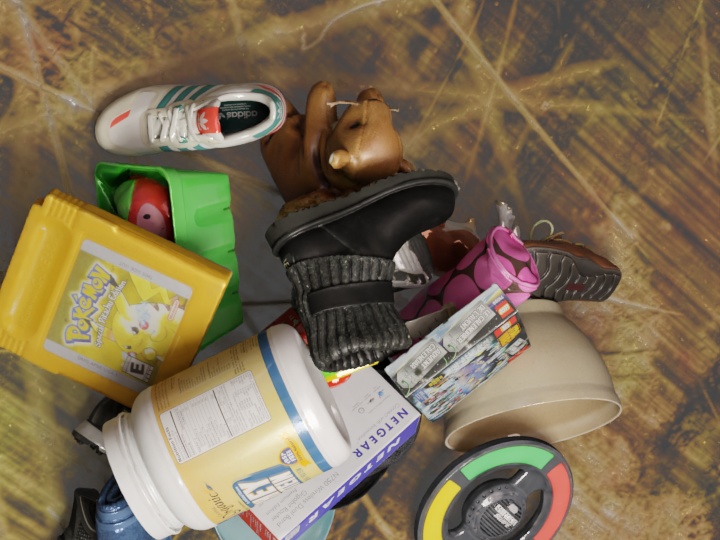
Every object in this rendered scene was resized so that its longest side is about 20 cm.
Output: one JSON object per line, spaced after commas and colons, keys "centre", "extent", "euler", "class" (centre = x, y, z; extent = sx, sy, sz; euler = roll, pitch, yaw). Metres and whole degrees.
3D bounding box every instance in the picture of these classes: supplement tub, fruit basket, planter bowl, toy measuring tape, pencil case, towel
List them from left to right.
{"centre": [-0.235, -0.007, 1.558], "extent": [0.215, 0.155, 0.216], "euler": [-7, 100, -41], "class": "fruit basket"}
{"centre": [-0.224, 0.286, 1.570], "extent": [0.048, 0.112, 0.200], "euler": [6, 121, 12], "class": "towel"}
{"centre": [-0.124, 0.153, 1.457], "extent": [0.200, 0.145, 0.145], "euler": [-27, 107, 3], "class": "supplement tub"}
{"centre": [-0.001, 0.067, 1.561], "extent": [0.200, 0.074, 0.074], "euler": [-21, 104, -2], "class": "toy measuring tape"}
{"centre": [0.107, 0.031, 1.687], "extent": [0.091, 0.200, 0.094], "euler": [41, 38, -13], "class": "pencil case"}
{"centre": [0.181, 0.113, 1.754], "extent": [0.200, 0.200, 0.135], "euler": [1, 67, -26], "class": "planter bowl"}

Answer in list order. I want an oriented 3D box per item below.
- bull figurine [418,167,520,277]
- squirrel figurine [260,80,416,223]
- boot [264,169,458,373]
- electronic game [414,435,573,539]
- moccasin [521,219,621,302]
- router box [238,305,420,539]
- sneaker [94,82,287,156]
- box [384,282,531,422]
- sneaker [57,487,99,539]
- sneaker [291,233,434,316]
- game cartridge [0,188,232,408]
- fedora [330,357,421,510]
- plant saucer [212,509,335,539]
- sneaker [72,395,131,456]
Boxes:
{"centre": [0.093, -0.039, 1.749], "extent": [0.200, 0.065, 0.122], "euler": [22, 91, -28], "class": "bull figurine"}
{"centre": [-0.018, -0.096, 1.624], "extent": [0.141, 0.187, 0.200], "euler": [14, 89, -26], "class": "squirrel figurine"}
{"centre": [0.025, 0.003, 1.506], "extent": [0.211, 0.079, 0.158], "euler": [-20, 69, -17], "class": "boot"}
{"centre": [0.154, 0.275, 1.787], "extent": [0.200, 0.042, 0.200], "euler": [-11, 122, -19], "class": "electronic game"}
{"centre": [0.223, -0.010, 1.785], "extent": [0.201, 0.078, 0.074], "euler": [0, 125, -49], "class": "moccasin"}
{"centre": [-0.071, 0.156, 1.583], "extent": [0.179, 0.049, 0.200], "euler": [42, 66, 17], "class": "router box"}
{"centre": [-0.172, -0.156, 1.573], "extent": [0.199, 0.093, 0.070], "euler": [-6, 96, -4], "class": "sneaker"}
{"centre": [0.102, 0.087, 1.572], "extent": [0.137, 0.200, 0.040], "euler": [-39, 74, 0], "class": "box"}
{"centre": [-0.305, 0.321, 1.584], "extent": [0.086, 0.080, 0.200], "euler": [8, 85, -16], "class": "sneaker"}
{"centre": [0.000, 0.000, 1.628], "extent": [0.200, 0.085, 0.075], "euler": [-17, 87, -52], "class": "sneaker"}
{"centre": [-0.246, 0.035, 1.501], "extent": [0.200, 0.032, 0.176], "euler": [24, 114, -3], "class": "game cartridge"}
{"centre": [-0.003, 0.164, 1.678], "extent": [0.200, 0.092, 0.201], "euler": [5, 82, -41], "class": "fedora"}
{"centre": [-0.100, 0.224, 1.663], "extent": [0.200, 0.027, 0.200], "euler": [13, 73, -47], "class": "plant saucer"}
{"centre": [-0.196, 0.183, 1.629], "extent": [0.200, 0.066, 0.091], "euler": [33, 82, -22], "class": "sneaker"}
